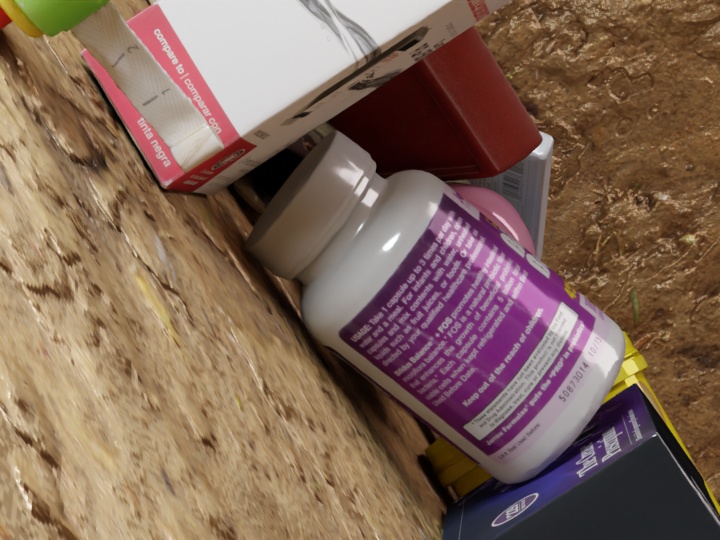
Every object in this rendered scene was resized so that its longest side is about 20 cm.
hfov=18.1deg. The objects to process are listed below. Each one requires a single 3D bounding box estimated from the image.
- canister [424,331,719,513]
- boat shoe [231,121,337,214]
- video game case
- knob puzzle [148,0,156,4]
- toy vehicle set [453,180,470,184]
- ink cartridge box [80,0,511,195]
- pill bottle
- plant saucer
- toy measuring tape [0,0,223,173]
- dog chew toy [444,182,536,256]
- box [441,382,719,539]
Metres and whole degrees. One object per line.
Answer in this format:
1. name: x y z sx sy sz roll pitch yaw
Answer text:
1. canister: 0.152 0.161 1.397 0.201 0.148 0.087 60 3 7
2. boat shoe: -0.054 -0.063 1.332 0.200 0.072 0.072 64 27 -60
3. video game case: 0.051 -0.074 1.659 0.181 0.023 0.200 20 -22 11
4. knob puzzle: -0.098 -0.153 1.566 0.220 0.030 0.220 57 6 -9
5. toy vehicle set: 0.047 -0.023 1.694 0.200 0.124 0.027 51 50 -48
6. ink cartridge box: -0.025 -0.125 1.144 0.083 0.199 0.147 58 6 2
7. pill bottle: 0.038 0.016 1.236 0.200 0.112 0.112 38 9 -10
8. plant saucer: -0.012 -0.102 1.371 0.200 0.199 0.037 50 42 -55
9. toy measuring tape: -0.114 -0.104 0.931 0.200 0.073 0.074 53 6 -33
10. dog chew toy: 0.054 0.001 1.398 0.125 0.124 0.200 56 21 -7
11. box: 0.120 0.141 1.251 0.079 0.141 0.200 54 5 -1
